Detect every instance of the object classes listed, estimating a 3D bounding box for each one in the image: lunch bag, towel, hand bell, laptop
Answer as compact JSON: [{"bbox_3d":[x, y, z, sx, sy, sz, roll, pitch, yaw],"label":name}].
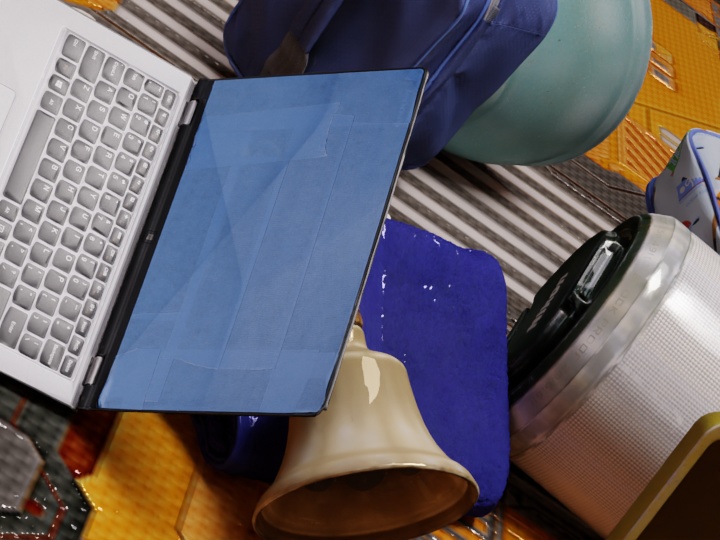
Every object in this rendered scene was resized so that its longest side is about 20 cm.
[{"bbox_3d":[0.286,-0.011,1.427,0.198,0.076,0.161,16,38,-22],"label":"lunch bag"},{"bbox_3d":[0.018,-0.162,1.386,0.132,0.200,0.136,-5,52,-55],"label":"lunch bag"},{"bbox_3d":[-0.005,0.043,1.103,0.199,0.049,0.149,16,69,-42],"label":"towel"},{"bbox_3d":[-0.012,0.019,1.025,0.104,0.104,0.202,16,54,-42],"label":"hand bell"},{"bbox_3d":[-0.100,-0.043,0.980,0.199,0.116,0.189,29,58,-19],"label":"laptop"}]

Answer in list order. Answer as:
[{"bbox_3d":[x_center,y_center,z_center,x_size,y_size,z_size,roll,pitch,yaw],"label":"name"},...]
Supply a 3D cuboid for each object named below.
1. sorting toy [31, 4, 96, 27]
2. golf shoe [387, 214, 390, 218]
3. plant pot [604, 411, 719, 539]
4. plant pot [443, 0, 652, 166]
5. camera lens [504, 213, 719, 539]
[{"bbox_3d":[-0.204,-0.151,1.175,0.200,0.107,0.180,48,17,21],"label":"sorting toy"},{"bbox_3d":[0.000,0.000,1.185,0.199,0.097,0.079,24,24,-35],"label":"golf shoe"},{"bbox_3d":[0.177,0.181,1.000,0.199,0.201,0.176,37,11,-2],"label":"plant pot"},{"bbox_3d":[0.082,-0.165,1.508,0.200,0.201,0.134,47,32,21],"label":"plant pot"},{"bbox_3d":[0.178,0.081,1.206,0.200,0.160,0.160,40,22,-5],"label":"camera lens"}]
